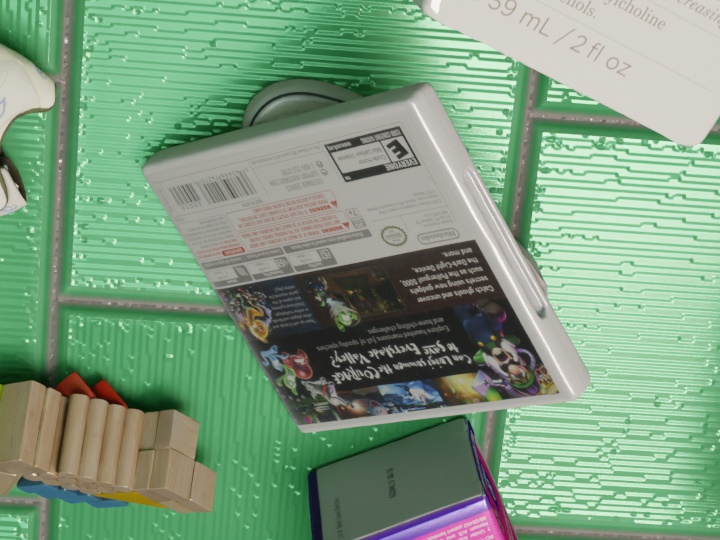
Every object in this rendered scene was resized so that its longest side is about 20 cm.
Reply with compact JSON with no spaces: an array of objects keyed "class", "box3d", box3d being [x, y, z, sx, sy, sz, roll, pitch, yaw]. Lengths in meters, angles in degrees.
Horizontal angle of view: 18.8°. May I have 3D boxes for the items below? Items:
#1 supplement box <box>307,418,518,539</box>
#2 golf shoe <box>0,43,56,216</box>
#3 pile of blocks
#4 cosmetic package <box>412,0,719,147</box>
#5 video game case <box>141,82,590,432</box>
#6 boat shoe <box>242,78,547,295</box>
[{"class":"supplement box","box3d":[0.053,0.202,1.226,0.103,0.101,0.200,-20,112,4]},{"class":"golf shoe","box3d":[-0.225,-0.032,1.137,0.097,0.078,0.200,18,114,-23]},{"class":"pile of blocks","box3d":[-0.176,0.088,1.199,0.200,0.082,0.062,14,66,-18]},{"class":"cosmetic package","box3d":[0.120,-0.201,1.026,0.167,0.166,0.200,23,108,-26]},{"class":"video game case","box3d":[0.000,0.000,1.126,0.200,0.023,0.182,-11,117,43]},{"class":"boat shoe","box3d":[0.021,-0.024,1.156,0.072,0.066,0.200,-43,108,12]}]
